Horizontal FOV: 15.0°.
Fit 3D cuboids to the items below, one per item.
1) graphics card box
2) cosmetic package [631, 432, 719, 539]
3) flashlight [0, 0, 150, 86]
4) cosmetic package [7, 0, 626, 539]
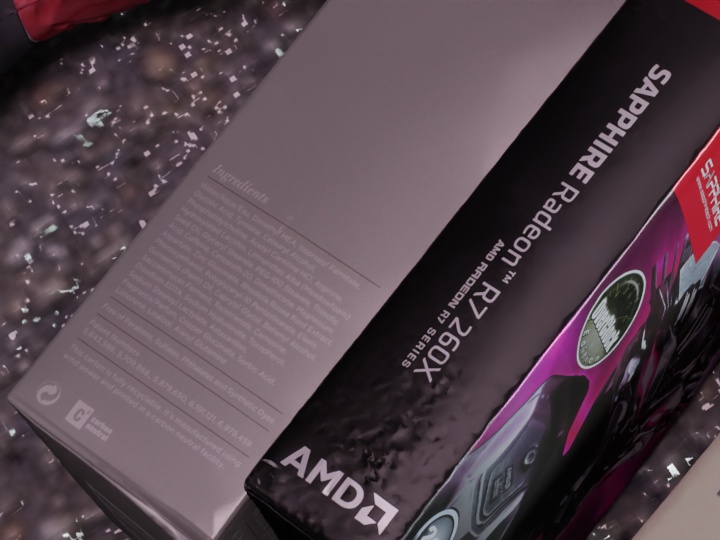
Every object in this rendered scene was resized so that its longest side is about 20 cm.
[{"bbox_3d":[0.058,0.016,0.765,0.051,0.126,0.200,34,76,24],"label":"graphics card box"},{"bbox_3d":[0.175,0.043,0.754,0.105,0.071,0.200,37,78,25],"label":"cosmetic package"},{"bbox_3d":[-0.066,-0.101,0.884,0.199,0.068,0.068,-19,65,3],"label":"flashlight"},{"bbox_3d":[0.000,0.000,0.798,0.090,0.107,0.200,35,79,25],"label":"cosmetic package"}]
